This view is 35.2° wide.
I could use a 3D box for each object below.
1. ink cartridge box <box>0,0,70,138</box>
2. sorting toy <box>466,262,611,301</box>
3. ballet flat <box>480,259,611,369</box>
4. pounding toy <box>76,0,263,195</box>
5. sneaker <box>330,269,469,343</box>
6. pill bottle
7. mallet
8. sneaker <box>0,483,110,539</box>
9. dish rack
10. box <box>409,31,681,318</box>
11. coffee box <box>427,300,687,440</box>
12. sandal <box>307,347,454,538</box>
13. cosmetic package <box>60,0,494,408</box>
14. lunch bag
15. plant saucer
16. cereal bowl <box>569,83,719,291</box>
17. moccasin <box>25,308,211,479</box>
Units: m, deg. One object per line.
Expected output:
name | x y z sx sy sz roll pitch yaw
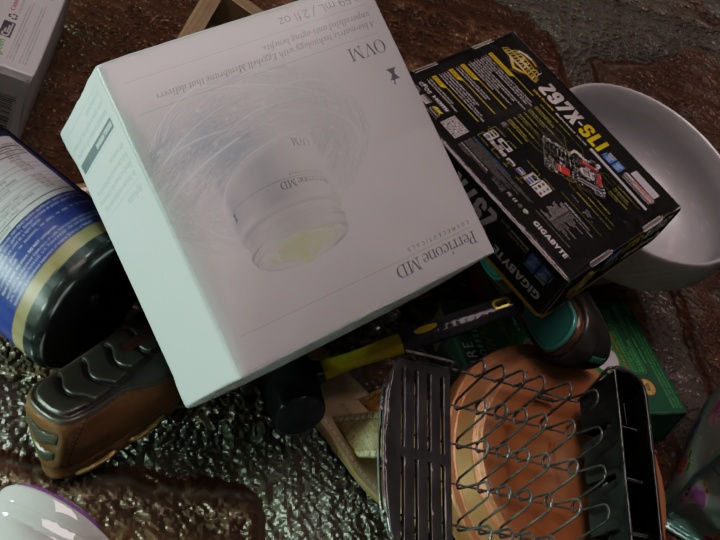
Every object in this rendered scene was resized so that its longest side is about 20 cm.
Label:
ink cartridge box | -0.345 -0.216 0.954 0.173 0.084 0.202 18 41 -14
sorting toy | 0.158 -0.059 1.045 0.196 0.070 0.202 -7 59 -32
ballet flat | 0.140 0.004 0.891 0.068 0.068 0.202 25 32 -36
pounding toy | -0.127 -0.110 0.942 0.183 0.142 0.201 32 41 -14
sneaker | 0.000 0.000 0.907 0.097 0.072 0.199 15 29 38
pill bottle | -0.253 -0.033 0.794 0.199 0.113 0.112 37 42 14
mallet | 0.024 0.061 0.794 0.197 0.041 0.066 -14 46 -2
sneaker | -0.144 0.208 0.643 0.198 0.075 0.100 28 54 9
dish rack | 0.104 0.129 0.750 0.197 0.055 0.156 15 58 -24
box | 0.123 -0.079 0.849 0.159 0.050 0.200 -28 71 -42
coffee box | 0.158 0.083 0.930 0.197 0.044 0.124 0 48 -27
sandal | 0.016 0.103 0.818 0.211 0.070 0.077 38 42 14
cosmetic package | -0.054 -0.049 0.732 0.198 0.123 0.202 -25 89 -29
lunch bag | 0.335 0.115 0.867 0.121 0.201 0.170 33 40 11
plant saucer | 0.144 0.147 0.818 0.198 0.032 0.203 14 60 -25
cereal bowl | 0.227 -0.062 0.978 0.197 0.084 0.202 15 50 -18
moccasin | -0.136 0.074 0.778 0.073 0.079 0.201 25 42 24
